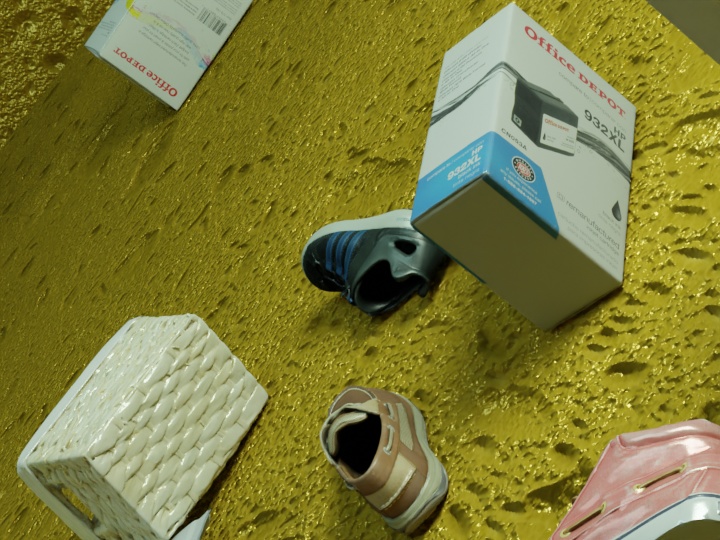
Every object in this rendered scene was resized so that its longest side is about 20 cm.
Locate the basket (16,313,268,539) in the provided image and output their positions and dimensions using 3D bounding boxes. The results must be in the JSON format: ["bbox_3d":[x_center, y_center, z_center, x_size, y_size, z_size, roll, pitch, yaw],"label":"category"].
[{"bbox_3d":[-0.197,0.150,1.629,0.123,0.136,0.200,-12,35,51],"label":"basket"}]

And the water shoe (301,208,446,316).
[{"bbox_3d":[0.000,0.000,1.557,0.200,0.071,0.079,-21,41,55],"label":"water shoe"}]

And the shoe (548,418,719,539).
[{"bbox_3d":[0.143,0.167,1.037,0.200,0.071,0.091,-36,27,27],"label":"shoe"}]

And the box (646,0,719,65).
[{"bbox_3d":[0.283,-0.155,1.032,0.125,0.200,0.097,-55,22,-3],"label":"box"}]

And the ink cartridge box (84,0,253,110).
[{"bbox_3d":[-0.282,-0.358,2.544,0.200,0.145,0.145,-55,22,-2],"label":"ink cartridge box"}]

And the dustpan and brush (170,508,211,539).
[{"bbox_3d":[-0.195,0.315,1.544,0.200,0.057,0.140,-38,15,21],"label":"dustpan and brush"}]

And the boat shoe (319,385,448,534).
[{"bbox_3d":[0.007,0.129,1.354,0.076,0.072,0.200,-53,22,3],"label":"boat shoe"}]

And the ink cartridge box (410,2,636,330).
[{"bbox_3d":[0.127,-0.080,1.314,0.084,0.145,0.201,-35,29,38],"label":"ink cartridge box"}]
